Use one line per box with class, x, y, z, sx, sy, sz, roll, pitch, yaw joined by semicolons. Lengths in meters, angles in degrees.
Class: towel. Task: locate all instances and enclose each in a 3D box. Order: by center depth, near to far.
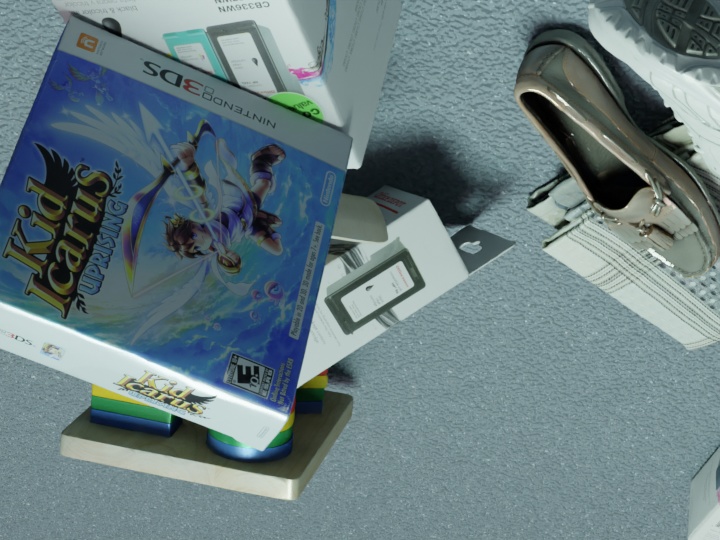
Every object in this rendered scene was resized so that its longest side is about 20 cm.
towel;0.241;-0.023;1.111;0.199;0.035;0.192;36;142;-21

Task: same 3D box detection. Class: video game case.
video game case;-0.107;-0.025;0.851;0.180;0.201;0.046;21;141;-12

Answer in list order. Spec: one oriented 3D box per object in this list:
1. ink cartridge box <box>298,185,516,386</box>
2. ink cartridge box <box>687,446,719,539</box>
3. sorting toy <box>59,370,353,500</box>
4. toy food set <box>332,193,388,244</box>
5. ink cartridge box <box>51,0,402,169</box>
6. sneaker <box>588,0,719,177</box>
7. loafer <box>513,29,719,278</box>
ink cartridge box;0.000;0.000;1.122;0.068;0.199;0.116;60;171;-15
ink cartridge box;0.368;0.177;1.323;0.116;0.068;0.201;16;144;-3
sorting toy;-0.119;0.104;1.295;0.197;0.200;0.070;10;106;10
toy food set;-0.096;-0.017;1.032;0.143;0.061;0.199;7;167;-39
ink cartridge box;-0.079;-0.175;0.937;0.145;0.147;0.201;-2;142;21
sneaker;0.219;-0.102;0.960;0.199;0.078;0.100;36;148;15
loafer;0.167;-0.065;1.032;0.072;0.063;0.200;-24;112;45
